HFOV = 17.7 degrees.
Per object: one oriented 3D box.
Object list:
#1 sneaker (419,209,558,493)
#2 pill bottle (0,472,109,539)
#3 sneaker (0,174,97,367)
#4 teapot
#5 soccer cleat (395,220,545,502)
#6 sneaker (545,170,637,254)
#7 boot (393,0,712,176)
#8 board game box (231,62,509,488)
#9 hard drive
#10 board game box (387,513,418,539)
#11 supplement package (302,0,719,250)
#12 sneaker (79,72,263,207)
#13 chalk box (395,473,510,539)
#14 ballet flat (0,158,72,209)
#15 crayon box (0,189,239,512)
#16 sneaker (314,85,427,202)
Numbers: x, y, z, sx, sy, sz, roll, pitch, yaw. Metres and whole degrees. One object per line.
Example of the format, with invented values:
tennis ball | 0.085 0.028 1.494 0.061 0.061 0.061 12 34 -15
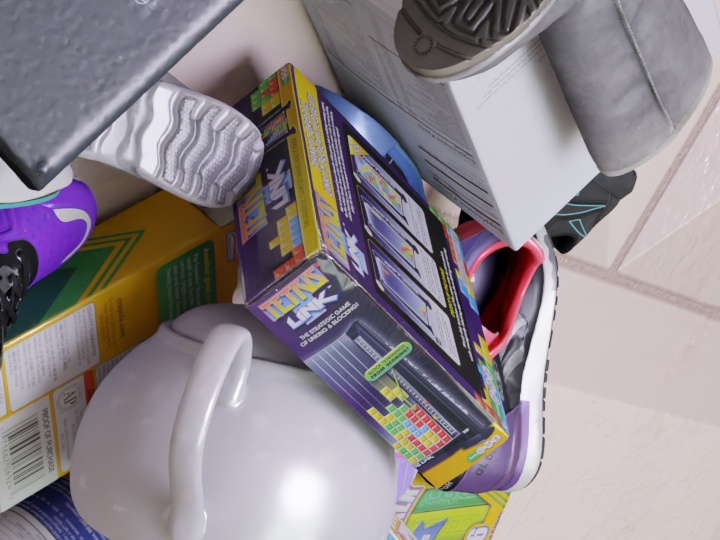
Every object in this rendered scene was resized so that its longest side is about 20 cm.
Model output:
sneaker | 0.071 0.041 1.466 0.087 0.076 0.202 3 85 -40
pill bottle | -0.213 0.206 1.357 0.199 0.112 0.112 -32 140 -27
sneaker | -0.207 0.021 1.210 0.200 0.099 0.070 -29 141 -30
teapot | -0.063 0.081 1.281 0.196 0.200 0.147 9 98 -35
soccer cleat | 0.044 0.058 1.390 0.067 0.076 0.201 34 78 -23
sneaker | 0.118 -0.061 1.540 0.079 0.075 0.200 -56 145 8
boot | 0.110 -0.117 1.242 0.182 0.073 0.200 -42 149 -12
board game box | 0.000 0.000 1.280 0.057 0.200 0.165 -37 120 17
hard drive | -0.134 -0.157 1.136 0.200 0.033 0.140 -44 107 -12
board game box | -0.046 0.175 1.437 0.134 0.200 0.034 -38 -174 13
supplement package | 0.085 -0.163 1.348 0.191 0.147 0.200 -43 144 -13
sneaker | -0.147 -0.092 1.208 0.200 0.082 0.075 35 81 -35
chalk box | -0.013 0.151 1.530 0.199 0.124 0.125 -2 121 -48
ballet flat | -0.225 -0.061 1.157 0.199 0.069 0.070 -10 127 -41
crayon box | -0.146 0.038 1.339 0.199 0.052 0.126 -30 141 -29
sneaker | -0.005 -0.032 1.427 0.078 0.070 0.200 -52 147 -14
